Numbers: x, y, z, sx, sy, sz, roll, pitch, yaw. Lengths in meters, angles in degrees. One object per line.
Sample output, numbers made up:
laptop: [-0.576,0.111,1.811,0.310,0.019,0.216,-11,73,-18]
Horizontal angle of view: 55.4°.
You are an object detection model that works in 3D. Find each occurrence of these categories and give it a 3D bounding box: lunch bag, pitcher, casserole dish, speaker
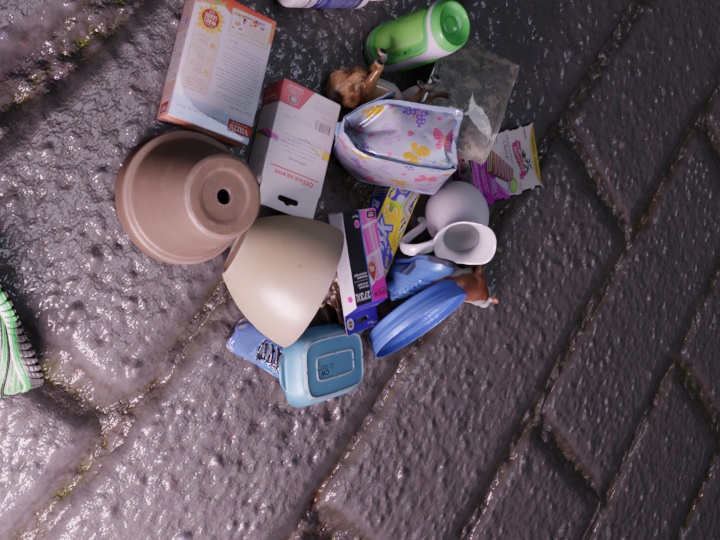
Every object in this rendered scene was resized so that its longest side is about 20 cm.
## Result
lunch bag: [0.183,-0.311,1.273,0.162,0.118,0.203,23,77,-9]
lunch bag: [0.055,-0.211,1.135,0.196,0.170,0.130,7,82,-3]
pitcher: [0.156,-0.085,1.265,0.168,0.201,0.123,-3,118,5]
casserole dish: [-0.053,0.152,1.115,0.199,0.038,0.124,-6,92,-53]
speaker: [0.092,-0.395,1.169,0.087,0.199,0.090,-2,93,-36]

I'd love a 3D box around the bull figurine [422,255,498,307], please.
bull figurine: [0.204,0.015,1.372,0.197,0.065,0.124,0,90,-38]

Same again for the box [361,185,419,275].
box: [0.032,-0.071,1.239,0.070,0.064,0.203,31,77,-33]

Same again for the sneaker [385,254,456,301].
sneaker: [0.096,0.017,1.209,0.065,0.199,0.080,17,77,-31]

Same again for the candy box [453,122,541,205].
candy box: [0.280,-0.216,1.409,0.198,0.061,0.139,-22,106,-33]

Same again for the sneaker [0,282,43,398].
sneaker: [-0.479,0.074,0.872,0.084,0.078,0.203,-25,109,-31]

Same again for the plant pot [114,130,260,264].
plant pot: [-0.228,-0.103,0.981,0.198,0.173,0.204,-4,97,-36]

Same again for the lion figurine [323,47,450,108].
lion figurine: [0.043,-0.302,1.174,0.198,0.123,0.073,24,45,-18]

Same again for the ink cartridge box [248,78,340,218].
ink cartridge box: [-0.114,-0.191,1.121,0.115,0.067,0.204,17,82,-35]

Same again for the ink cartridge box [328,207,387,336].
ink cartridge box: [0.000,0.000,1.145,0.094,0.037,0.204,-14,99,-53]

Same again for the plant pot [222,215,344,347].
plant pot: [-0.132,-0.003,1.046,0.133,0.200,0.203,27,78,-17]

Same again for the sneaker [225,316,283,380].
sneaker: [-0.127,0.137,1.118,0.198,0.089,0.079,27,93,-33]

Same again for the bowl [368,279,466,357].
bowl: [0.099,0.085,1.235,0.199,0.201,0.040,-25,72,-32]

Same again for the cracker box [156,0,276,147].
cracker box: [-0.217,-0.306,1.042,0.132,0.057,0.204,16,84,-35]

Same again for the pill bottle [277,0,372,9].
pill bottle: [-0.041,-0.488,1.121,0.198,0.110,0.113,-13,102,-34]

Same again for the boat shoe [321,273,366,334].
boat shoe: [-0.051,0.037,1.184,0.074,0.074,0.205,-31,111,-23]
